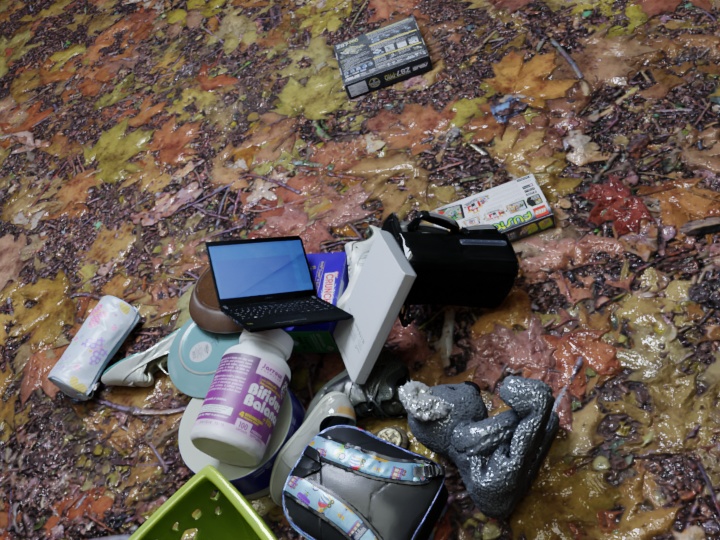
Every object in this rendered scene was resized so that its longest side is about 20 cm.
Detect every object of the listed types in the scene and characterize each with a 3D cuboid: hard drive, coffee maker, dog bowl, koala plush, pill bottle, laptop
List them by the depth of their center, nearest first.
[{"bbox_3d":[0.149,0.224,1.085,0.200,0.177,0.184,22,70,26],"label":"koala plush"},{"bbox_3d":[-0.170,0.183,1.177,0.112,0.112,0.200,3,56,23],"label":"pill bottle"},{"bbox_3d":[0.018,0.055,1.197,0.027,0.200,0.132,12,27,-24],"label":"hard drive"},{"bbox_3d":[-0.133,0.016,1.245,0.177,0.103,0.200,-6,15,-28],"label":"laptop"},{"bbox_3d":[0.139,0.008,1.247,0.200,0.135,0.192,3,68,-19],"label":"coffee maker"},{"bbox_3d":[-0.187,0.259,1.250,0.200,0.079,0.200,-11,51,13],"label":"dog bowl"}]

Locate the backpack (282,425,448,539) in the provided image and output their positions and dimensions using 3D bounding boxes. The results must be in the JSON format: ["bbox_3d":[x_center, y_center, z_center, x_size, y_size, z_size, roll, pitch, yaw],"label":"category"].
[{"bbox_3d":[0.002,0.321,1.076,0.200,0.135,0.183,21,65,22],"label":"backpack"}]

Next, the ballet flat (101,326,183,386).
[{"bbox_3d":[-0.373,0.170,1.407,0.200,0.069,0.069,-29,49,-3],"label":"ballet flat"}]

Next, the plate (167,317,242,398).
[{"bbox_3d":[-0.240,0.121,1.311,0.200,0.026,0.200,-12,50,14],"label":"plate"}]

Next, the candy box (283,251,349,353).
[{"bbox_3d":[-0.119,0.058,1.381,0.200,0.077,0.169,-3,52,21],"label":"candy box"}]

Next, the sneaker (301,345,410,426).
[{"bbox_3d":[0.002,0.210,1.217,0.199,0.076,0.114,-39,44,-18],"label":"sneaker"}]

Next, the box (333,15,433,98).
[{"bbox_3d":[0.047,-0.482,1.752,0.200,0.049,0.161,-19,51,6],"label":"box"}]

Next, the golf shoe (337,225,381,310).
[{"bbox_3d":[0.000,0.000,1.350,0.097,0.078,0.200,37,51,4],"label":"golf shoe"}]

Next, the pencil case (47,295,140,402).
[{"bbox_3d":[-0.495,0.144,1.455,0.091,0.083,0.200,8,57,28],"label":"pencil case"}]

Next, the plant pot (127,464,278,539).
[{"bbox_3d":[-0.191,0.424,1.058,0.200,0.182,0.199,-42,52,-14],"label":"plant pot"}]

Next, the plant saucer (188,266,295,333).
[{"bbox_3d":[-0.206,0.026,1.347,0.200,0.035,0.200,-9,39,7],"label":"plant saucer"}]

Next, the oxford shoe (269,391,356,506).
[{"bbox_3d":[-0.072,0.274,1.160,0.200,0.075,0.058,-57,33,8],"label":"oxford shoe"}]

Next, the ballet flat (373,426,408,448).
[{"bbox_3d":[-0.011,0.304,1.169,0.200,0.046,0.067,-37,51,-9],"label":"ballet flat"}]

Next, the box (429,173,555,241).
[{"bbox_3d":[0.232,-0.093,1.389,0.200,0.035,0.110,-20,50,6],"label":"box"}]
